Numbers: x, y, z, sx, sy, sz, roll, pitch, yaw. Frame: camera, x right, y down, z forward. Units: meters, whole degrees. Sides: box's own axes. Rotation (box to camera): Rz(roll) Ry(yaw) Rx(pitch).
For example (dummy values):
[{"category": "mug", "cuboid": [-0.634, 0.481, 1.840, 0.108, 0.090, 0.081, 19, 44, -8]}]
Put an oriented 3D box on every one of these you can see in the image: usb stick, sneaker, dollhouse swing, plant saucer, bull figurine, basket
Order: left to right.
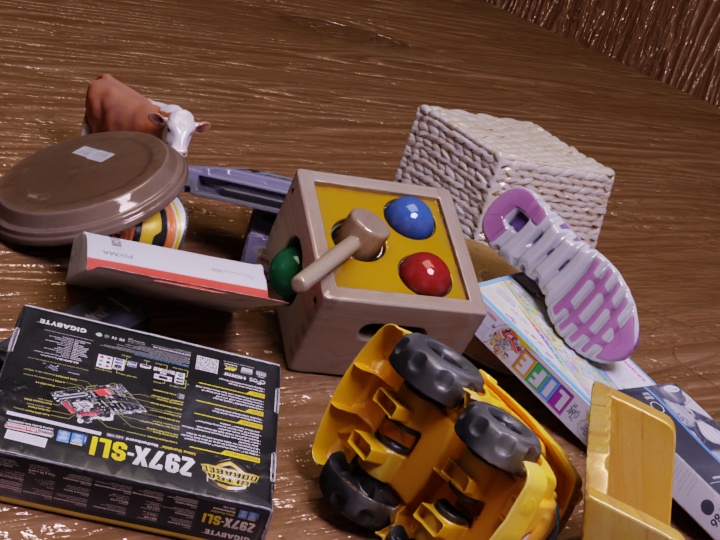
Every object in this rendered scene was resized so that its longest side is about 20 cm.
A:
[{"category": "usb stick", "cuboid": [-0.232, 0.054, 1.099, 0.055, 0.033, 0.200, 21, 19, 13]}, {"category": "plant saucer", "cuboid": [-0.266, -0.086, 1.326, 0.199, 0.030, 0.200, -9, 30, 5]}, {"category": "sneaker", "cuboid": [-0.251, -0.078, 1.386, 0.090, 0.070, 0.200, 6, 24, -38]}, {"category": "bull figurine", "cuboid": [-0.239, -0.142, 1.492, 0.065, 0.122, 0.200, -2, 27, -42]}, {"category": "plant saucer", "cuboid": [0.129, 0.025, 1.392, 0.200, 0.036, 0.201, 26, 28, -15]}, {"category": "basket", "cuboid": [0.165, -0.084, 1.626, 0.199, 0.162, 0.198, 6, 21, -34]}, {"category": "sneaker", "cuboid": [0.204, 0.006, 1.319, 0.200, 0.080, 0.088, 53, 14, 26]}, {"category": "dollhouse swing", "cuboid": [0.239, 0.193, 0.945, 0.175, 0.183, 0.200, 4, 17, 11]}]

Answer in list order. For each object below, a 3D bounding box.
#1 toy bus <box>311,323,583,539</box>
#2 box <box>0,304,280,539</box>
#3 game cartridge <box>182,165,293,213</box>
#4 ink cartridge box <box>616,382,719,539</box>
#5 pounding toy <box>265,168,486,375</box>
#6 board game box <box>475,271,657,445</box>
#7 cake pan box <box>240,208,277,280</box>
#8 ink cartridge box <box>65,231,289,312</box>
[{"category": "toy bus", "cuboid": [0.090, 0.153, 0.994, 0.192, 0.136, 0.200, 22, 14, -39]}, {"category": "box", "cuboid": [-0.157, 0.107, 0.953, 0.199, 0.050, 0.160, 14, 34, -10]}, {"category": "game cartridge", "cuboid": [-0.078, -0.077, 1.396, 0.199, 0.039, 0.130, 13, 11, 13]}, {"category": "ink cartridge box", "cuboid": [0.298, 0.174, 1.161, 0.099, 0.039, 0.200, -1, 38, -44]}, {"category": "pounding toy", "cuboid": [0.000, 0.000, 1.217, 0.199, 0.142, 0.185, 7, 46, -22]}, {"category": "board game box", "cuboid": [0.195, 0.084, 1.295, 0.200, 0.034, 0.134, 46, 30, 21]}, {"category": "cake pan box", "cuboid": [-0.025, -0.024, 1.465, 0.199, 0.053, 0.184, 15, 22, -7]}, {"category": "ink cartridge box", "cuboid": [-0.158, -0.002, 1.172, 0.162, 0.057, 0.200, 11, -12, -18]}]
